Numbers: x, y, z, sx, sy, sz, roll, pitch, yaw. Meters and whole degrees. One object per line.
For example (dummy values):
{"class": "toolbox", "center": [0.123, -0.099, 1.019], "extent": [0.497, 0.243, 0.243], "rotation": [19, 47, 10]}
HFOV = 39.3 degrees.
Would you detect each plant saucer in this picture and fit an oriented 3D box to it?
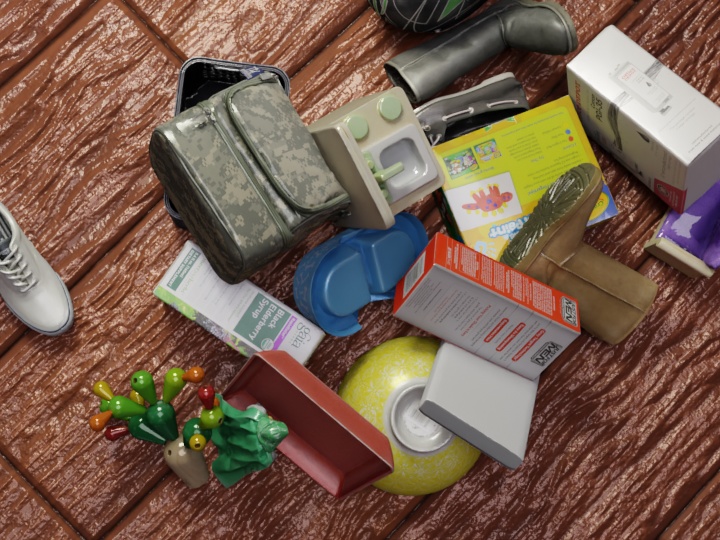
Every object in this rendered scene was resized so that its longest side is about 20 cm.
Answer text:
{"class": "plant saucer", "center": [-0.061, 0.176, 1.177], "extent": [0.199, 0.200, 0.037], "rotation": [40, 61, -1]}

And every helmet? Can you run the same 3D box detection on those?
{"class": "helmet", "center": [0.086, -0.398, 1.250], "extent": [0.191, 0.200, 0.200], "rotation": [-39, 88, -16]}

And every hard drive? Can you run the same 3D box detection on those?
{"class": "hard drive", "center": [0.149, 0.133, 1.208], "extent": [0.132, 0.200, 0.027], "rotation": [33, 125, -4]}

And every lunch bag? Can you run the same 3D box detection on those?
{"class": "lunch bag", "center": [-0.123, -0.111, 1.138], "extent": [0.167, 0.139, 0.200], "rotation": [-32, 87, -22]}

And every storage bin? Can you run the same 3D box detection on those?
{"class": "storage bin", "center": [-0.163, -0.149, 1.249], "extent": [0.135, 0.094, 0.201], "rotation": [6, 82, -4]}

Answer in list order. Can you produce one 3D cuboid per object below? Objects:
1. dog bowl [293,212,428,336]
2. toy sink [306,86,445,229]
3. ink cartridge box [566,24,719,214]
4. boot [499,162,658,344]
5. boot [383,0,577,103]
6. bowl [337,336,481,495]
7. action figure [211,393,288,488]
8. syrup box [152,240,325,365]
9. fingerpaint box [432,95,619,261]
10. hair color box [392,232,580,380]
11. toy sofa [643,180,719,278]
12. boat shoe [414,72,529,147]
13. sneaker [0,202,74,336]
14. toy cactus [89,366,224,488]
{"class": "dog bowl", "center": [0.000, 0.000, 1.225], "extent": [0.200, 0.049, 0.112], "rotation": [-31, 118, -35]}
{"class": "toy sink", "center": [0.015, -0.133, 1.191], "extent": [0.112, 0.200, 0.131], "rotation": [-32, 102, -14]}
{"class": "ink cartridge box", "center": [0.352, -0.184, 1.241], "extent": [0.083, 0.147, 0.200], "rotation": [-42, 65, -4]}
{"class": "boot", "center": [0.291, -0.019, 1.236], "extent": [0.200, 0.066, 0.175], "rotation": [29, 114, -25]}
{"class": "boot", "center": [0.147, -0.273, 1.264], "extent": [0.199, 0.182, 0.073], "rotation": [-26, 119, -14]}
{"class": "bowl", "center": [0.070, 0.177, 1.226], "extent": [0.199, 0.108, 0.201], "rotation": [1, 83, -5]}
{"class": "action figure", "center": [-0.128, 0.191, 1.159], "extent": [0.054, 0.200, 0.119], "rotation": [-14, 87, -25]}
{"class": "syrup box", "center": [-0.146, 0.053, 1.233], "extent": [0.200, 0.081, 0.079], "rotation": [34, 84, 0]}
{"class": "fingerpaint box", "center": [0.199, -0.106, 1.286], "extent": [0.199, 0.073, 0.167], "rotation": [-22, 86, -7]}
{"class": "hair color box", "center": [0.150, 0.045, 1.198], "extent": [0.199, 0.102, 0.061], "rotation": [26, 40, -14]}
{"class": "toy sofa", "center": [0.456, -0.095, 1.296], "extent": [0.083, 0.098, 0.200], "rotation": [31, 83, -2]}
{"class": "boat shoe", "center": [0.125, -0.191, 1.290], "extent": [0.199, 0.067, 0.057], "rotation": [-26, 72, -10]}
{"class": "sneaker", "center": [-0.421, -0.006, 1.219], "extent": [0.073, 0.071, 0.200], "rotation": [-37, 88, -8]}
{"class": "toy cactus", "center": [-0.227, 0.192, 1.188], "extent": [0.199, 0.102, 0.165], "rotation": [-9, 120, 27]}
